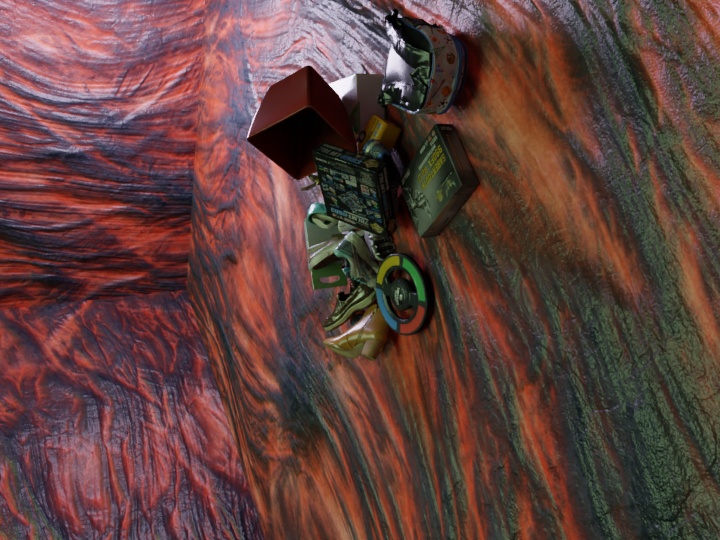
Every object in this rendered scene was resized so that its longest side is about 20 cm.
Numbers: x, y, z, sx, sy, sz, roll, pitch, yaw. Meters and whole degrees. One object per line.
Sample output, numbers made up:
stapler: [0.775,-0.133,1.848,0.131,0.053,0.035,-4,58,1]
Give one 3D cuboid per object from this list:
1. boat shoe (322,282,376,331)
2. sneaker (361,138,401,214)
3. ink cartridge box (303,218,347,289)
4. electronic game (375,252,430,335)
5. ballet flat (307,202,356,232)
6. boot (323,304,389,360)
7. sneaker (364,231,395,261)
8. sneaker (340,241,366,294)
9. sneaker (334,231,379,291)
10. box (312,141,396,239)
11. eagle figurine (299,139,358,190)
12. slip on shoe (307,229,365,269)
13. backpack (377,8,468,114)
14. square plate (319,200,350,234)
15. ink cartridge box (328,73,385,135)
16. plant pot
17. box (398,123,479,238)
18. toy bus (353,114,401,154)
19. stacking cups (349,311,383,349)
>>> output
boat shoe: [-0.039,0.090,1.709,0.201,0.075,0.075,-36,97,26]
sneaker: [0.058,-0.208,1.487,0.085,0.077,0.202,37,152,50]
ink cartridge box: [-0.100,-0.052,1.780,0.059,0.102,0.203,171,93,-80]
electronic game: [0.100,0.058,1.516,0.199,0.041,0.203,17,111,52]
ballet flat: [-0.060,-0.136,1.691,0.198,0.071,0.068,11,149,27]
boot: [-0.001,0.158,1.662,0.199,0.071,0.145,4,62,43]
sneaker: [0.033,-0.120,1.615,0.081,0.074,0.203,152,111,-71]
sneaker: [-0.016,0.003,1.708,0.079,0.094,0.202,53,141,44]
sneaker: [0.000,0.000,1.613,0.201,0.086,0.078,56,169,-19]
box: [-0.013,-0.190,1.493,0.198,0.050,0.200,24,145,33]
eagle figurine: [-0.089,-0.307,1.747,0.150,0.152,0.201,32,153,13]
slip on shoe: [-0.059,-0.074,1.703,0.199,0.076,0.061,-31,70,19]
backpack: [0.131,-0.405,1.266,0.191,0.152,0.202,-119,27,-52]
square plate: [-0.069,-0.127,1.861,0.198,0.028,0.203,-24,74,62]
ink cartridge box: [-0.017,-0.425,1.631,0.199,0.086,0.148,-163,69,-63]
plant pot: [-0.140,-0.376,1.542,0.198,0.199,0.178,-19,56,28]
box: [0.164,-0.191,1.354,0.200,0.048,0.160,-55,47,54]
toy bus: [0.021,-0.278,1.543,0.078,0.064,0.202,48,117,46]
stacking cups: [-0.004,0.153,1.748,0.201,0.060,0.061,56,142,43]
